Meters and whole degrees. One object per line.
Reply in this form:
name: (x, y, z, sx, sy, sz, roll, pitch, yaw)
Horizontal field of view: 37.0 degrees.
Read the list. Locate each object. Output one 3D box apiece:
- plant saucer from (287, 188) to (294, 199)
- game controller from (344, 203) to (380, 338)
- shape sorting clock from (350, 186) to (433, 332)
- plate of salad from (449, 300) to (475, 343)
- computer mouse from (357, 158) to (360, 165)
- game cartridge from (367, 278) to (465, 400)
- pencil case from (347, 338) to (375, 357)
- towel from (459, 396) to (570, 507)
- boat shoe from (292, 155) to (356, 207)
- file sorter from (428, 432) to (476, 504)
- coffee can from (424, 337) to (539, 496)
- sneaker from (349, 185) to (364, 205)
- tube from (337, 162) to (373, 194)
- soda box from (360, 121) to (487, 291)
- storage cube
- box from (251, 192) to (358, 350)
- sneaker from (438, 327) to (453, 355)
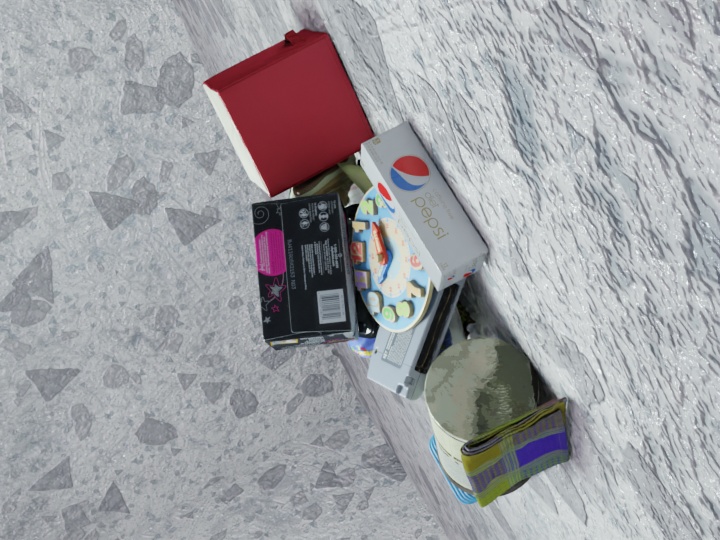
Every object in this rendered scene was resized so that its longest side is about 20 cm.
plant saucer: (-0.086, -0.203, 1.842, 0.200, 0.050, 0.201, -170, 90, -83)
game controller: (0.000, 0.000, 1.613, 0.104, 0.042, 0.201, 4, 93, 61)
shape sorting clock: (0.038, -0.017, 1.435, 0.200, 0.039, 0.201, 25, 118, 61)
plate of salad: (0.120, 0.047, 1.581, 0.200, 0.048, 0.201, 160, 90, -79)
computer mouse: (0.034, -0.120, 1.646, 0.200, 0.034, 0.059, -117, 13, -51)
game cartridge: (0.074, 0.066, 1.453, 0.041, 0.201, 0.133, 21, 179, -20)
pencil case: (-0.005, 0.044, 1.733, 0.078, 0.087, 0.201, -109, -1, -69)
towel: (0.197, 0.229, 1.343, 0.023, 0.143, 0.200, 61, 174, 32)
boat shoe: (-0.041, -0.128, 1.648, 0.076, 0.071, 0.200, 68, -153, -14)
file sorter: (0.189, 0.281, 1.676, 0.139, 0.122, 0.200, 59, 172, 13)
coffee can: (0.166, 0.199, 1.436, 0.147, 0.146, 0.200, 57, 171, 31)
sneaker: (-0.034, -0.153, 1.856, 0.200, 0.078, 0.100, 18, 128, 70)
tube: (0.039, -0.108, 1.530, 0.058, 0.052, 0.200, 53, 178, -40)
soda box: (0.076, -0.080, 1.327, 0.200, 0.068, 0.064, 59, 169, 18)
storage cube: (-0.110, -0.238, 1.599, 0.201, 0.179, 0.171, 63, 172, -20)
box: (-0.076, 0.004, 1.545, 0.115, 0.132, 0.201, 65, -161, -79)
sneaker: (0.099, 0.114, 1.539, 0.088, 0.075, 0.200, 60, 179, -24)
